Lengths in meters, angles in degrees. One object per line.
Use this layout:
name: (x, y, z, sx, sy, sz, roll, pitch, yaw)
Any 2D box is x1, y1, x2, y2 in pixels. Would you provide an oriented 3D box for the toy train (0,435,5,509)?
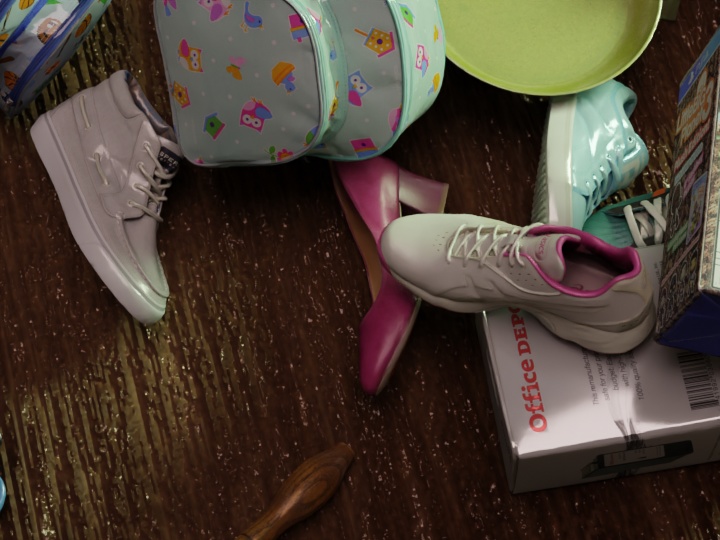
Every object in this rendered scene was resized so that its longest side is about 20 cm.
toy train: (-0.334, 0.177, 1.252, 0.114, 0.087, 0.200, 25, 70, 22)

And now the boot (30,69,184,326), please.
boot: (-0.171, -0.062, 1.351, 0.096, 0.074, 0.200, -34, 66, 9)

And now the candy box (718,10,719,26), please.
candy box: (0.322, -0.259, 1.422, 0.056, 0.117, 0.200, 7, 66, 5)

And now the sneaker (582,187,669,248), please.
sneaker: (0.253, -0.044, 1.340, 0.200, 0.080, 0.071, -14, 67, -7)

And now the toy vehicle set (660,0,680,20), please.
toy vehicle set: (0.260, -0.319, 1.446, 0.026, 0.124, 0.200, 9, 66, 6)

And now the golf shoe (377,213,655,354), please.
golf shoe: (0.108, -0.009, 1.233, 0.200, 0.092, 0.075, 14, 62, 12)

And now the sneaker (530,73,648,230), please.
sneaker: (0.175, -0.082, 1.345, 0.082, 0.074, 0.200, 10, 48, 4)

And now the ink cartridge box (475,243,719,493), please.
ink cartridge box: (0.190, 0.066, 1.290, 0.200, 0.084, 0.146, -9, 64, -3)

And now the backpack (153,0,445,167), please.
backpack: (-0.045, -0.161, 1.313, 0.200, 0.153, 0.176, -2, 109, 19)

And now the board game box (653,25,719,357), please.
board game box: (0.291, -0.043, 1.188, 0.159, 0.097, 0.200, 13, 67, -5)

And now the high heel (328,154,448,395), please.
high heel: (0.000, 0.000, 1.333, 0.096, 0.067, 0.200, 17, 51, -2)

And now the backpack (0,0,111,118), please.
backpack: (-0.273, -0.220, 1.375, 0.154, 0.191, 0.200, 29, 68, -4)

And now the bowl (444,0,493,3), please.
bowl: (0.033, -0.286, 1.463, 0.200, 0.075, 0.200, 6, 66, 3)

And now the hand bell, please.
hand bell: (-0.075, 0.188, 1.252, 0.104, 0.104, 0.200, 37, 58, 17)

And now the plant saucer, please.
plant saucer: (0.130, -0.217, 1.377, 0.200, 0.031, 0.200, 3, 69, -7)
